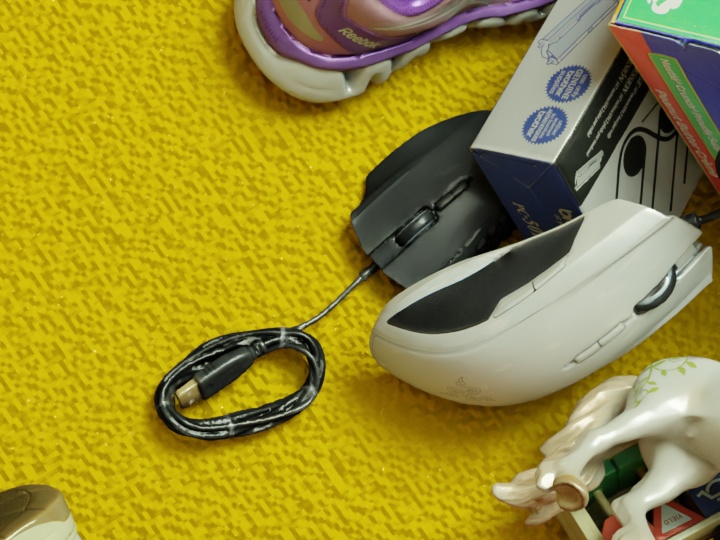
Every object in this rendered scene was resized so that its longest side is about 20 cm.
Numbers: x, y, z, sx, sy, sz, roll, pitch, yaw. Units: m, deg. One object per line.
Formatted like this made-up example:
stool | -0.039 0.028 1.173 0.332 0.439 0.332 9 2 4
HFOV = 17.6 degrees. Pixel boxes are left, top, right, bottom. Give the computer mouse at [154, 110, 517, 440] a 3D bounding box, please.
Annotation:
computer mouse | 0.000 0.000 0.929 0.200 0.034 0.059 -41 85 -21

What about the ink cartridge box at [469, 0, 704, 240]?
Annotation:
ink cartridge box | 0.123 -0.096 0.955 0.044 0.094 0.200 13 62 37

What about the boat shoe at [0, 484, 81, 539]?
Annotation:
boat shoe | -0.176 0.154 0.818 0.200 0.074 0.066 -32 106 -13

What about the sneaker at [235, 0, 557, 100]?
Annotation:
sneaker | 0.046 -0.142 0.950 0.200 0.088 0.081 -30 79 -21

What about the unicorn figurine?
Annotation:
unicorn figurine | 0.158 0.068 0.854 0.200 0.074 0.137 20 37 28

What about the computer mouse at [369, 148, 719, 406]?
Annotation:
computer mouse | 0.099 0.010 0.889 0.200 0.110 0.044 -26 55 16

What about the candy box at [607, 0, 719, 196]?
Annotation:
candy box | 0.193 -0.132 0.932 0.077 0.169 0.200 15 71 32

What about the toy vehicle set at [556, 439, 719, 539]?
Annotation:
toy vehicle set | 0.188 0.088 0.908 0.200 0.027 0.124 -27 58 -11
